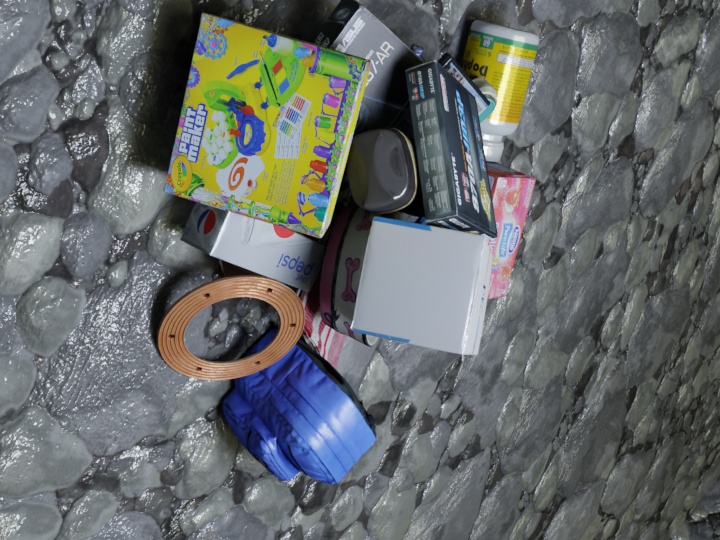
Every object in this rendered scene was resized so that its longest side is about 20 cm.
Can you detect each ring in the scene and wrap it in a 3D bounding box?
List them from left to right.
[{"bbox_3d":[-0.170,0.075,1.237,0.197,0.019,0.202,-13,139,-12],"label":"ring"}]

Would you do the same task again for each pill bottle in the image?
[{"bbox_3d":[0.205,-0.281,1.476,0.112,0.112,0.204,-6,115,-48],"label":"pill bottle"}]

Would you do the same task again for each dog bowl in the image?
[{"bbox_3d":[0.000,0.000,1.312,0.200,0.072,0.204,10,90,-77],"label":"dog bowl"}]

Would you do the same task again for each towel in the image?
[{"bbox_3d":[-0.044,0.046,1.379,0.201,0.022,0.146,65,42,-57],"label":"towel"}]

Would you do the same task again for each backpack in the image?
[{"bbox_3d":[-0.082,0.214,1.336,0.168,0.199,0.163,-49,140,-12],"label":"backpack"}]

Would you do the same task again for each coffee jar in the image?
[{"bbox_3d":[0.054,-0.125,1.217,0.199,0.084,0.106,-5,83,-65],"label":"coffee jar"}]

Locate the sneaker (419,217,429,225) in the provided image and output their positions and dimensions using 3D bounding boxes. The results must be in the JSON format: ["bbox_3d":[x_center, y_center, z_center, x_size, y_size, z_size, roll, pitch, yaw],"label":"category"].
[{"bbox_3d":[0.102,-0.019,1.431,0.070,0.083,0.200,-10,146,-51],"label":"sneaker"}]

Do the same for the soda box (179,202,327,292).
[{"bbox_3d":[-0.131,-0.035,1.196,0.199,0.063,0.069,24,90,-53],"label":"soda box"}]

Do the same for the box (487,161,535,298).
[{"bbox_3d":[0.190,-0.065,1.480,0.094,0.099,0.204,-3,112,-40],"label":"box"}]

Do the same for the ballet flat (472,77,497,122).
[{"bbox_3d":[0.125,-0.218,1.434,0.199,0.063,0.067,-36,136,20],"label":"ballet flat"}]

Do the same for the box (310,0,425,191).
[{"bbox_3d":[-0.020,-0.222,1.203,0.159,0.044,0.201,31,101,-44],"label":"box"}]

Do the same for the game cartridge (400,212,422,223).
[{"bbox_3d":[0.075,-0.076,1.437,0.132,0.041,0.201,-11,145,-43],"label":"game cartridge"}]

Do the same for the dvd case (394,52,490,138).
[{"bbox_3d":[0.084,-0.199,1.324,0.200,0.018,0.142,-44,146,10],"label":"dvd case"}]

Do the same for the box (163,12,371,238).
[{"bbox_3d":[-0.104,-0.169,1.084,0.122,0.189,0.204,-73,180,-77],"label":"box"}]

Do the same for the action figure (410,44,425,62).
[{"bbox_3d":[0.031,-0.234,1.338,0.200,0.105,0.192,-48,137,14],"label":"action figure"}]

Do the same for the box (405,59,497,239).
[{"bbox_3d":[0.119,-0.148,1.211,0.158,0.045,0.204,19,62,-62],"label":"box"}]

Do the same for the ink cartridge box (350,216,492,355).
[{"bbox_3d":[0.087,0.025,1.219,0.200,0.144,0.148,27,74,-78],"label":"ink cartridge box"}]

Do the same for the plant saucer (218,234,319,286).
[{"bbox_3d":[-0.124,-0.066,1.268,0.199,0.036,0.204,-28,130,-39],"label":"plant saucer"}]
